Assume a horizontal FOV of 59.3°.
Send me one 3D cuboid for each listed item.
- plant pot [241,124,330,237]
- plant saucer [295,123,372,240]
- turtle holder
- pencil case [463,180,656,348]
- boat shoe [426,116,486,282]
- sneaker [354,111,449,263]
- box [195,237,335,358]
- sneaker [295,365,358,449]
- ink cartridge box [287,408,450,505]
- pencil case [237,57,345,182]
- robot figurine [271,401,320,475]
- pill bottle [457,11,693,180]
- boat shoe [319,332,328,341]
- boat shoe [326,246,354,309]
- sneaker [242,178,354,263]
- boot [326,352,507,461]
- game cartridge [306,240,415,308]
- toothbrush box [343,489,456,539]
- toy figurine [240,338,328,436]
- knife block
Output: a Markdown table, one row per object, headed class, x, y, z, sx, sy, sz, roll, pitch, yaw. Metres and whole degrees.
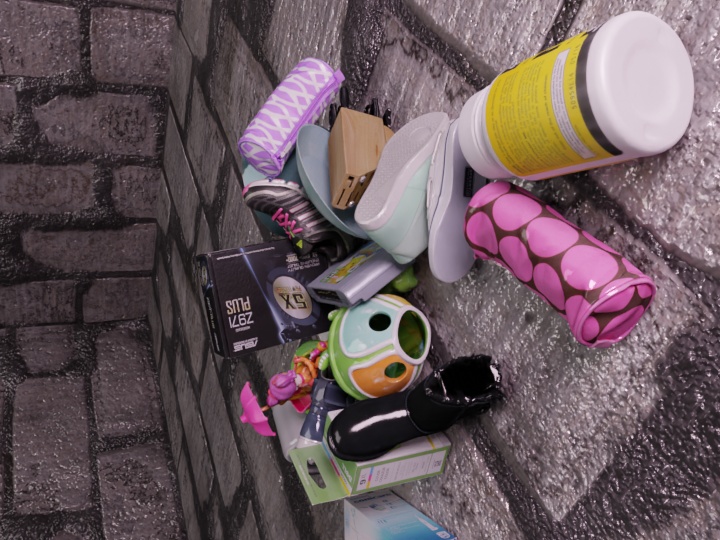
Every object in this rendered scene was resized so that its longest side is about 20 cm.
| class | x | y | z | sx | sy | sz | roll | pitch | yaw |
| --- | --- | --- | --- | --- | --- | --- | --- | --- | --- |
| plant pot | -0.086 | -0.169 | 1.083 | 0.133 | 0.199 | 0.203 | -10 | 81 | 31 |
| plant saucer | -0.039 | -0.125 | 0.952 | 0.038 | 0.200 | 0.203 | -32 | 59 | 26 |
| turtle holder | 0.040 | 0.093 | 0.899 | 0.131 | 0.185 | 0.142 | -26 | 103 | 46 |
| pencil case | 0.185 | -0.006 | 0.623 | 0.200 | 0.090 | 0.095 | 51 | 128 | 48 |
| boat shoe | 0.116 | -0.088 | 0.789 | 0.065 | 0.073 | 0.203 | -160 | 80 | -67 |
| sneaker | 0.074 | -0.107 | 0.844 | 0.073 | 0.118 | 0.202 | 13 | 65 | 43 |
| box | -0.151 | 0.036 | 1.036 | 0.086 | 0.198 | 0.166 | 1 | 102 | 63 |
| sneaker | -0.016 | 0.213 | 0.990 | 0.076 | 0.202 | 0.148 | 7 | 79 | 28 |
| ink cartridge box | 0.012 | 0.240 | 0.863 | 0.104 | 0.198 | 0.060 | 50 | 137 | 50 |
| pencil case | -0.109 | -0.239 | 0.982 | 0.085 | 0.084 | 0.201 | 8 | 60 | 43 |
| robot figurine | -0.105 | 0.282 | 1.200 | 0.170 | 0.112 | 0.202 | -48 | 48 | 32 |
| pill bottle | 0.184 | -0.146 | 0.583 | 0.199 | 0.113 | 0.116 | -3 | 89 | 63 |
| boat shoe | -0.081 | 0.081 | 1.185 | 0.071 | 0.068 | 0.202 | -57 | 44 | 47 |
| boat shoe | -0.028 | 0.011 | 1.075 | 0.065 | 0.071 | 0.203 | -4 | 89 | 59 |
| sneaker | -0.093 | -0.071 | 0.981 | 0.074 | 0.198 | 0.088 | -33 | 39 | 56 |
| boot | 0.067 | 0.165 | 0.763 | 0.163 | 0.196 | 0.074 | 123 | 135 | -58 |
| game cartridge | 0.000 | 0.000 | 0.947 | 0.041 | 0.133 | 0.200 | 59 | 162 | -11 |
| toothbrush box | 0.053 | 0.430 | 0.924 | 0.199 | 0.084 | 0.149 | -174 | 83 | -65 |
| toy figurine | -0.105 | 0.192 | 1.021 | 0.151 | 0.183 | 0.201 | 50 | 123 | 19 |
| knife block | -0.018 | -0.193 | 0.932 | 0.175 | 0.199 | 0.064 | 43 | 134 | 15 |
